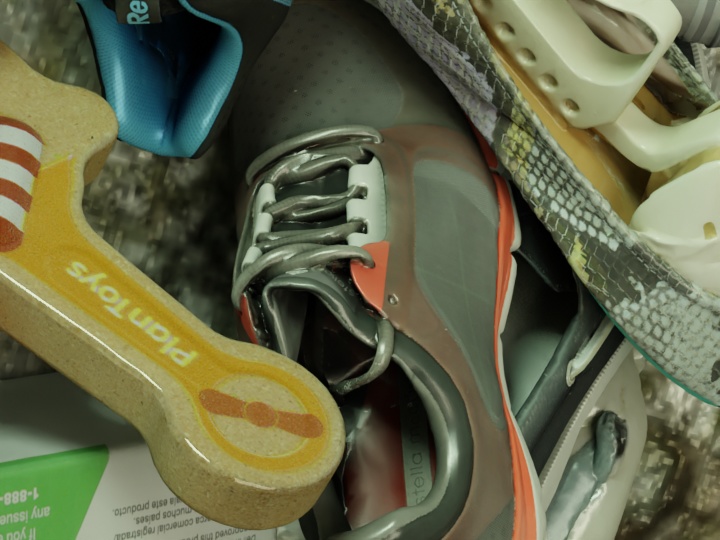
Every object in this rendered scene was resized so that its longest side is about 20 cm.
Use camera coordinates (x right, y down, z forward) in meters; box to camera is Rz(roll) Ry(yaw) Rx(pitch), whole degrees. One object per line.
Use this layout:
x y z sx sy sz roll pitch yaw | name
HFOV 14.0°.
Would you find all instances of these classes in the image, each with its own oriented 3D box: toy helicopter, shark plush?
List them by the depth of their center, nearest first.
-0.092 -0.002 0.712 0.132 0.200 0.079 -40 163 -49 | toy helicopter
0.042 0.049 0.873 0.083 0.091 0.201 19 97 3 | shark plush

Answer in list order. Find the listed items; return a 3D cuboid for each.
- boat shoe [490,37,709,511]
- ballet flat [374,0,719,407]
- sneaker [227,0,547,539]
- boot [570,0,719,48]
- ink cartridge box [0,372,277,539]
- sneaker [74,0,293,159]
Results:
0.046 0.003 0.840 0.060 0.075 0.201 52 55 -65 | boat shoe
0.072 -0.041 0.791 0.072 0.072 0.200 -43 104 -13 | ballet flat
0.000 0.000 0.778 0.077 0.201 0.082 -24 152 14 | sneaker
0.080 -0.169 0.845 0.095 0.074 0.201 9 78 -5 | boot
-0.101 0.138 0.780 0.146 0.084 0.201 -7 104 -50 | ink cartridge box
-0.041 -0.108 0.731 0.073 0.200 0.082 10 57 10 | sneaker
